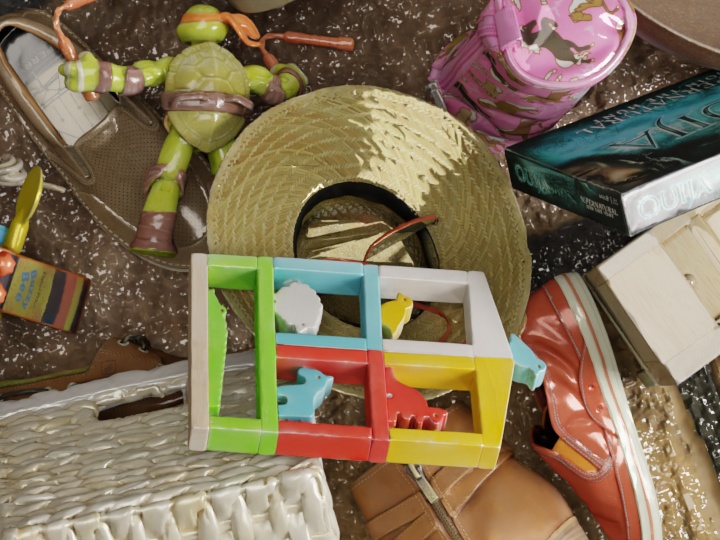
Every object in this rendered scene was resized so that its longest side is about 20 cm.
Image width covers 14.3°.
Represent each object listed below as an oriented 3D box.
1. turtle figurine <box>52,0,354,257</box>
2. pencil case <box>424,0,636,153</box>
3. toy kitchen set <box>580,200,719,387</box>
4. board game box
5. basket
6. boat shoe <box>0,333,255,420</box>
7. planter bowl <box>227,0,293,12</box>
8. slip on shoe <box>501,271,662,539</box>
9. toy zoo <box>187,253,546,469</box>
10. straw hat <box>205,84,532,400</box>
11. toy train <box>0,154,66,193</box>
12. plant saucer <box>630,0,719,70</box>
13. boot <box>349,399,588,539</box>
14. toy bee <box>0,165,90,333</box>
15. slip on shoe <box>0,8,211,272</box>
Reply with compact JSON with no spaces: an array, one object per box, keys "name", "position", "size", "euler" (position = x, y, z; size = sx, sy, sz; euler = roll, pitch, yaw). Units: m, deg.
[{"name":"turtle figurine","position":[-0.085,-0.089,1.692],"size":[0.199,0.064,0.162],"euler":[3,84,-31]},{"name":"pencil case","position":[0.096,-0.124,1.652],"size":[0.083,0.200,0.087],"euler":[43,77,-1]},{"name":"toy kitchen set","position":[0.255,0.013,1.651],"size":[0.200,0.180,0.164],"euler":[-35,87,-1]},{"name":"board game box","position":[0.200,-0.079,1.640],"size":[0.199,0.135,0.028],"euler":[-22,112,-21]},{"name":"basket","position":[-0.105,0.177,1.625],"size":[0.197,0.161,0.201],"euler":[-11,115,-5]},{"name":"boat shoe","position":[-0.139,0.070,1.713],"size":[0.199,0.072,0.068],"euler":[-18,81,-4]},{"name":"planter bowl","position":[-0.060,-0.238,1.683],"size":[0.200,0.200,0.135],"euler":[-34,113,0]},{"name":"slip on shoe","position":[0.131,0.099,1.685],"size":[0.061,0.074,0.201],"euler":[-21,110,-3]},{"name":"toy zoo","position":[0.004,0.049,1.575],"size":[0.199,0.021,0.132],"euler":[4,46,-7]},{"name":"straw hat","position":[0.000,0.000,1.678],"size":[0.200,0.085,0.202],"euler":[3,66,-7]},{"name":"toy train","position":[-0.268,-0.111,1.729],"size":[0.199,0.085,0.116],"euler":[6,74,2]},{"name":"plant saucer","position":[0.197,-0.179,1.686],"size":[0.200,0.201,0.037],"euler":[30,130,3]},{"name":"boot","position":[0.038,0.190,1.703],"size":[0.200,0.077,0.155],"euler":[-42,78,11]},{"name":"toy bee","position":[-0.221,0.010,1.652],"size":[0.108,0.199,0.132],"euler":[14,107,44]},{"name":"slip on shoe","position":[-0.152,-0.079,1.727],"size":[0.076,0.061,0.200],"euler":[-39,86,-1]}]
